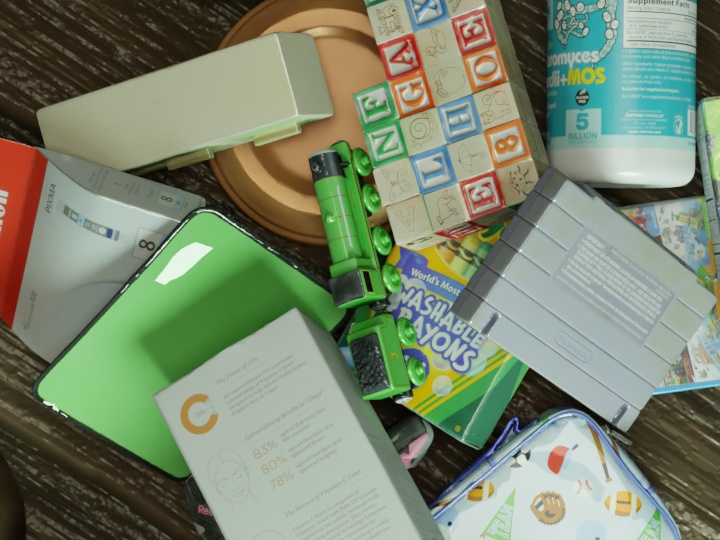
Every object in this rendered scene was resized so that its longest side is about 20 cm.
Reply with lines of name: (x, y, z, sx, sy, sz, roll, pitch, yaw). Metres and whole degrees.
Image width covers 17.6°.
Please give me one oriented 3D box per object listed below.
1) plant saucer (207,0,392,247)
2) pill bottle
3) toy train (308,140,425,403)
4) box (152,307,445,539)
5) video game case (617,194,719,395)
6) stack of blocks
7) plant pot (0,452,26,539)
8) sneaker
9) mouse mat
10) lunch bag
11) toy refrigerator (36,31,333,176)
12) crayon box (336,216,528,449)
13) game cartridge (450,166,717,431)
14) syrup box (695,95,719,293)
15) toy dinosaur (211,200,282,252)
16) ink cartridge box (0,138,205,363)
plant saucer: (-0.023, -0.118, 1.744, 0.199, 0.037, 0.201, 0, 90, 2)
pill bottle: (0.191, -0.162, 1.702, 0.110, 0.111, 0.201, 0, 89, 1)
toy train: (0.000, 0.000, 1.679, 0.042, 0.056, 0.201, -21, 77, 31)
box: (-0.039, 0.148, 1.644, 0.124, 0.097, 0.201, -31, 71, 7)
video game case: (0.275, 0.013, 1.746, 0.199, 0.018, 0.144, -8, 90, 1)
stack of blocks: (0.058, -0.128, 1.677, 0.115, 0.059, 0.201, -18, 81, 16)
plant pot: (-0.349, 0.196, 1.668, 0.186, 0.200, 0.188, 0, 90, 1)
sneaker: (-0.044, 0.147, 1.730, 0.199, 0.079, 0.096, -28, 78, 0)
mouse mat: (-0.122, 0.057, 1.697, 0.161, 0.008, 0.200, 35, 108, -33)
lunch bag: (0.131, 0.199, 1.721, 0.200, 0.076, 0.160, -40, 87, 2)
toy refrigerator: (-0.128, -0.113, 1.697, 0.199, 0.076, 0.070, -16, 88, 19)
crayon box: (0.082, 0.013, 1.713, 0.125, 0.052, 0.201, 30, 90, 23)
game cartridge: (0.164, 0.021, 1.666, 0.200, 0.038, 0.130, 35, 87, -41)
syrup box: (0.298, -0.030, 1.696, 0.078, 0.081, 0.201, -8, 88, 2)
toy dinosaur: (-0.102, 0.007, 1.741, 0.200, 0.047, 0.088, 34, 108, 0)
ink cartridge box: (-0.227, -0.007, 1.700, 0.199, 0.047, 0.161, 16, 124, -2)
